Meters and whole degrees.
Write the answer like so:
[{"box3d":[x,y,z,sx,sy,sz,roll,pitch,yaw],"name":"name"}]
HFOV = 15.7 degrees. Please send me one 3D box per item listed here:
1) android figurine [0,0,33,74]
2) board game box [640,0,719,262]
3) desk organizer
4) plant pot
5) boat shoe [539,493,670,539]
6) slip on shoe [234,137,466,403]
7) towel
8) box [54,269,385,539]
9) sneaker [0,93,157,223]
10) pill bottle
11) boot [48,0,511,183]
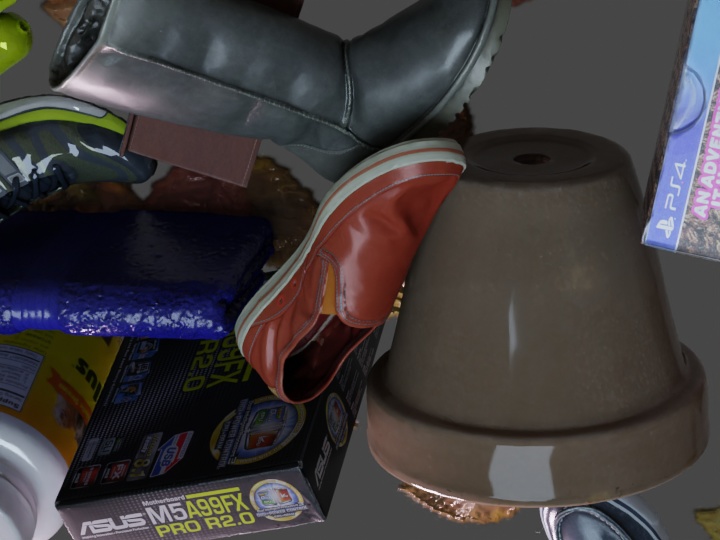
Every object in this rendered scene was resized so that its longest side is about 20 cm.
[{"box3d":[-0.265,-0.180,1.499,0.200,0.041,0.182,-30,116,33],"name":"android figurine"},{"box3d":[0.261,-0.079,1.377,0.199,0.097,0.160,13,105,4],"name":"board game box"},{"box3d":[-0.072,-0.149,1.456,0.077,0.072,0.201,17,130,-3],"name":"desk organizer"},{"box3d":[0.101,0.017,1.486,0.199,0.200,0.176,3,110,11],"name":"plant pot"},{"box3d":[0.173,0.222,1.673,0.071,0.091,0.201,-20,120,26],"name":"boat shoe"},{"box3d":[0.000,0.000,1.433,0.074,0.061,0.200,0,141,-42],"name":"slip on shoe"},{"box3d":[-0.158,0.008,1.550,0.199,0.148,0.050,1,113,11],"name":"towel"},{"box3d":[-0.079,0.078,1.551,0.159,0.200,0.044,-11,124,22],"name":"box"},{"box3d":[-0.218,-0.052,1.542,0.199,0.081,0.074,-3,156,8],"name":"sneaker"},{"box3d":[-0.215,0.095,1.597,0.109,0.200,0.110,7,129,8],"name":"pill bottle"},{"box3d":[-0.042,-0.127,1.387,0.199,0.073,0.182,27,122,-20],"name":"boot"}]
